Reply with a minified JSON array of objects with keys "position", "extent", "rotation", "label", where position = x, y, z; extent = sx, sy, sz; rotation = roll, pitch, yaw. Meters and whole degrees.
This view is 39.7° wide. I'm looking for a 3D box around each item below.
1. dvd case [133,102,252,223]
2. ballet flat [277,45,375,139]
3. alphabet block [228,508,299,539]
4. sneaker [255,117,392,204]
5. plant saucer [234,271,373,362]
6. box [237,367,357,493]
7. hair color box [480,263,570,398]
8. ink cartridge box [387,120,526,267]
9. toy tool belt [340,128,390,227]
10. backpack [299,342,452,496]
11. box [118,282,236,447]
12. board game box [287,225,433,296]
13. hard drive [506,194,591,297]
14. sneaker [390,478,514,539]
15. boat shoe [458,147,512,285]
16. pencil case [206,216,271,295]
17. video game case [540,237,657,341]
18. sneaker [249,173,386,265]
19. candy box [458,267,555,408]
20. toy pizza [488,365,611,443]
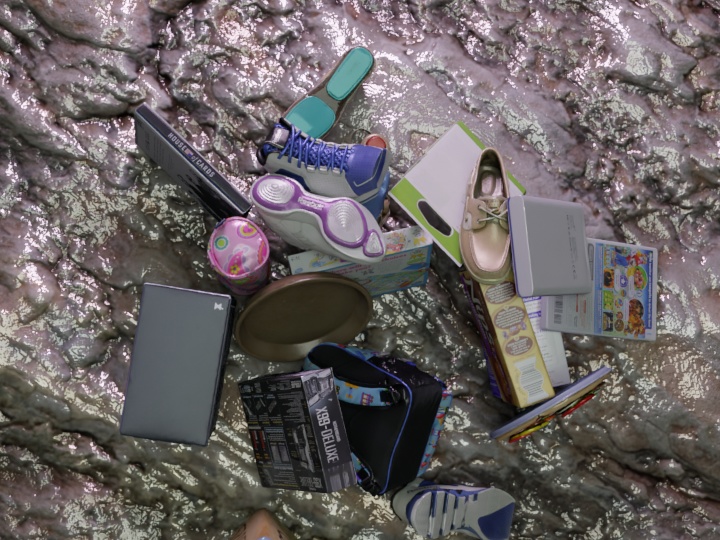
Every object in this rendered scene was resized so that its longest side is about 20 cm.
[{"position":[-0.238,-0.138,1.399],"extent":[0.200,0.150,0.025],"rotation":[44,75,-3],"label":"dvd case"},{"position":[-0.052,-0.245,1.465],"extent":[0.200,0.067,0.068],"rotation":[-45,99,-5],"label":"ballet flat"},{"position":[-0.135,0.472,1.360],"extent":[0.196,0.200,0.195],"rotation":[-43,93,-6],"label":"alphabet block"},{"position":[-0.068,-0.146,1.339],"extent":[0.199,0.115,0.081],"rotation":[4,67,37],"label":"sneaker"},{"position":[-0.080,0.063,1.403],"extent":[0.199,0.200,0.030],"rotation":[-13,56,-6],"label":"plant saucer"},{"position":[-0.091,0.221,1.376],"extent":[0.050,0.200,0.158],"rotation":[-13,88,-33],"label":"box"},{"position":[0.234,0.080,1.484],"extent":[0.109,0.065,0.201],"rotation":[-11,90,-6],"label":"hair color box"},{"position":[0.124,-0.099,1.427],"extent":[0.148,0.076,0.200],"rotation":[46,53,-2],"label":"ink cartridge box"},{"position":[-0.008,-0.115,1.436],"extent":[0.125,0.123,0.200],"rotation":[29,85,-4],"label":"toy tool belt"},{"position":[0.005,0.195,1.411],"extent":[0.200,0.134,0.183],"rotation":[26,109,35],"label":"backpack"},{"position":[-0.245,0.123,1.364],"extent":[0.123,0.198,0.201],"rotation":[9,86,-6],"label":"box"},{"position":[0.000,0.000,1.426],"extent":[0.199,0.135,0.034],"rotation":[-13,66,-7],"label":"board game box"},{"position":[0.263,-0.031,1.373],"extent":[0.025,0.200,0.132],"rotation":[-8,85,35],"label":"hard drive"},{"position":[0.122,0.338,1.448],"extent":[0.199,0.115,0.081],"rotation":[14,88,-35],"label":"sneaker"},{"position":[0.171,-0.075,1.338],"extent":[0.072,0.065,0.200],"rotation":[4,57,2],"label":"boat shoe"},{"position":[-0.166,-0.017,1.377],"extent":[0.087,0.200,0.088],"rotation":[0,83,-3],"label":"pencil case"},{"position":[0.358,0.026,1.487],"extent":[0.199,0.018,0.144],"rotation":[7,81,-23],"label":"video game case"},{"position":[-0.053,-0.061,1.342],"extent":[0.200,0.100,0.075],"rotation":[28,68,12],"label":"sneaker"},{"position":[0.202,0.084,1.392],"extent":[0.056,0.117,0.201],"rotation":[-20,90,-5],"label":"candy box"},{"position":[0.272,0.196,1.414],"extent":[0.200,0.200,0.032],"rotation":[-30,80,-6],"label":"toy pizza"}]
